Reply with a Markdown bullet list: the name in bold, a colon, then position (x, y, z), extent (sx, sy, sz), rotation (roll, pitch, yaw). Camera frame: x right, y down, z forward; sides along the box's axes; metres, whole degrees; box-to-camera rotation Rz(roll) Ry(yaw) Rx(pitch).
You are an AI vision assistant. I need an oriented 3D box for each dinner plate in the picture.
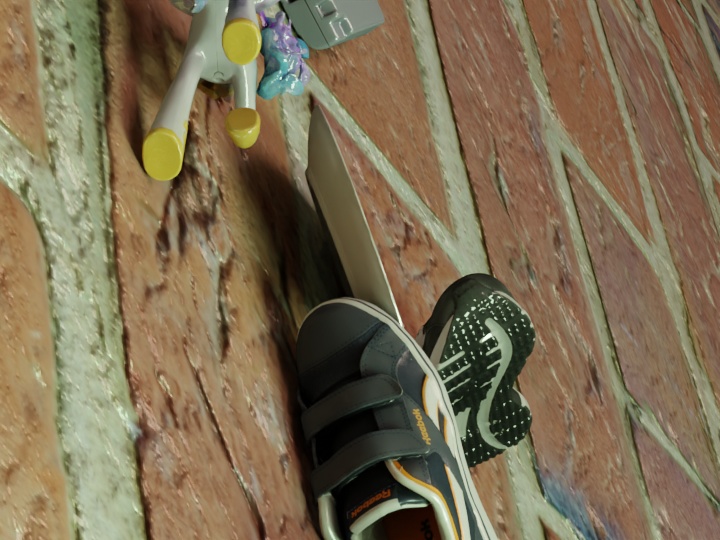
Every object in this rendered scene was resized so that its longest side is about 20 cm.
- **dinner plate**: position (0.000, 0.000, 1.556), extent (0.200, 0.024, 0.201), rotation (159, -90, -88)

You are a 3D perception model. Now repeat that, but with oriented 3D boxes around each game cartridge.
- **game cartridge**: position (-0.052, -0.249, 1.831), extent (0.201, 0.040, 0.133), rotation (63, 20, -2)

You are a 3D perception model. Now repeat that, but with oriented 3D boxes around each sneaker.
- **sneaker**: position (0.058, 0.050, 1.601), extent (0.080, 0.073, 0.200), rotation (59, -12, 24)
- **sneaker**: position (0.012, 0.101, 1.421), extent (0.079, 0.078, 0.201), rotation (6, 52, -59)

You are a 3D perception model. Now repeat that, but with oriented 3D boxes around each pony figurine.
- **pony figurine**: position (-0.081, -0.163, 1.473), extent (0.200, 0.165, 0.194), rotation (-80, 171, -68)
